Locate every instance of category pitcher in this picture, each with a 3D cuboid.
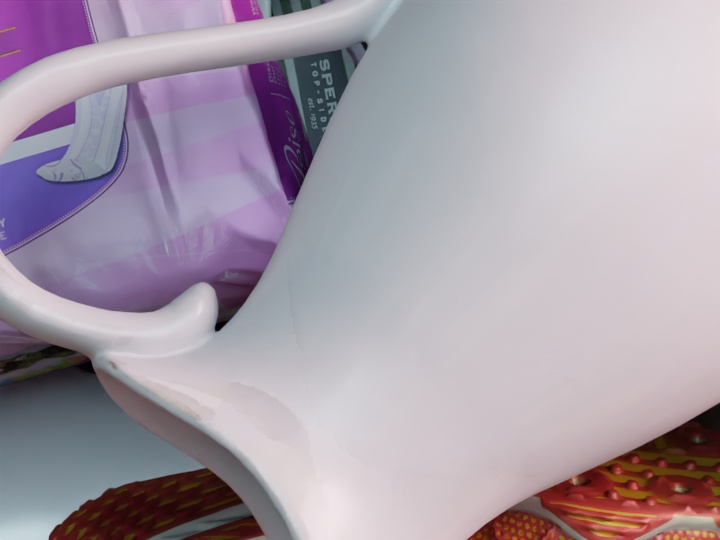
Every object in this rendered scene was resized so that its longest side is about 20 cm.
[{"bbox_3d":[0.020,-0.023,0.679,0.172,0.121,0.200,45,81,-2],"label":"pitcher"}]

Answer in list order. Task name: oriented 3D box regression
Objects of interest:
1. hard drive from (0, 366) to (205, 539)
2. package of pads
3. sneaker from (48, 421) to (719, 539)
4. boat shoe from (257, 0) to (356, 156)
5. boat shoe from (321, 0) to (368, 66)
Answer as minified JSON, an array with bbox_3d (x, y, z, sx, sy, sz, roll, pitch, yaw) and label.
[{"bbox_3d":[-0.139,0.073,0.802,0.199,0.027,0.132,20,71,7],"label":"hard drive"},{"bbox_3d":[-0.115,-0.028,0.764,0.199,0.076,0.121,-17,83,6],"label":"package of pads"},{"bbox_3d":[0.018,0.082,0.756,0.199,0.073,0.077,-9,109,5],"label":"sneaker"},{"bbox_3d":[0.000,0.000,0.809,0.073,0.067,0.201,-19,71,-7],"label":"boat shoe"},{"bbox_3d":[0.017,-0.112,0.760,0.072,0.071,0.201,-24,97,-11],"label":"boat shoe"}]
